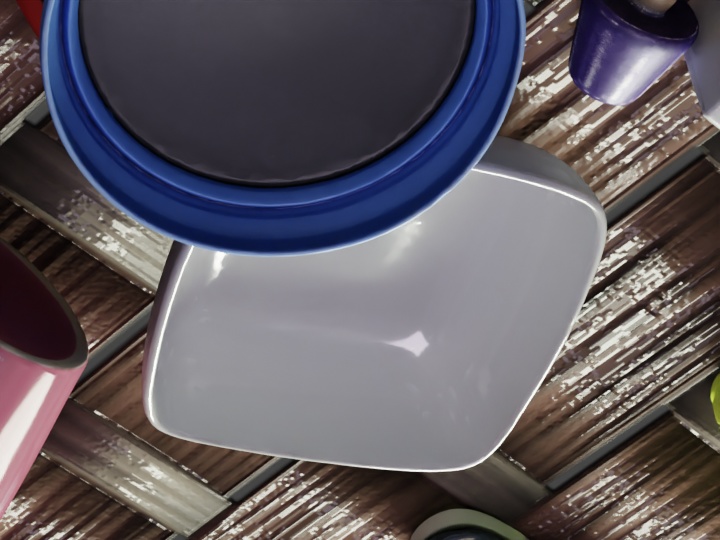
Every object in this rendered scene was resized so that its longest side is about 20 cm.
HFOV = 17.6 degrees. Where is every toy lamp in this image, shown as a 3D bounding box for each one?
[{"bbox_3d":[0.148,-0.159,1.020,0.058,0.058,0.200,14,126,-16],"label":"toy lamp"}]

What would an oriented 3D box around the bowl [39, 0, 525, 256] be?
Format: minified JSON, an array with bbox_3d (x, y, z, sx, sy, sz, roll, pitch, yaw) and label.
[{"bbox_3d":[-0.033,-0.098,0.968,0.201,0.039,0.201,-3,125,-5],"label":"bowl"}]

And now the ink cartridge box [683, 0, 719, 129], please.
[{"bbox_3d":[0.268,-0.086,1.072,0.200,0.085,0.145,33,121,-30],"label":"ink cartridge box"}]

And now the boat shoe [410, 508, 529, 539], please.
[{"bbox_3d":[0.115,0.199,1.322,0.200,0.062,0.075,32,120,-28],"label":"boat shoe"}]

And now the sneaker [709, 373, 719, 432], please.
[{"bbox_3d":[0.275,0.106,1.246,0.200,0.074,0.084,35,124,-29],"label":"sneaker"}]

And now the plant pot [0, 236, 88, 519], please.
[{"bbox_3d":[-0.234,0.067,1.109,0.200,0.200,0.179,35,105,-29],"label":"plant pot"}]

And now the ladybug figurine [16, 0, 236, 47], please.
[{"bbox_3d":[-0.090,-0.134,1.011,0.136,0.072,0.200,-16,130,9],"label":"ladybug figurine"}]

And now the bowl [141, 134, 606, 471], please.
[{"bbox_3d":[0.000,0.000,1.125,0.200,0.075,0.200,8,131,-19],"label":"bowl"}]
